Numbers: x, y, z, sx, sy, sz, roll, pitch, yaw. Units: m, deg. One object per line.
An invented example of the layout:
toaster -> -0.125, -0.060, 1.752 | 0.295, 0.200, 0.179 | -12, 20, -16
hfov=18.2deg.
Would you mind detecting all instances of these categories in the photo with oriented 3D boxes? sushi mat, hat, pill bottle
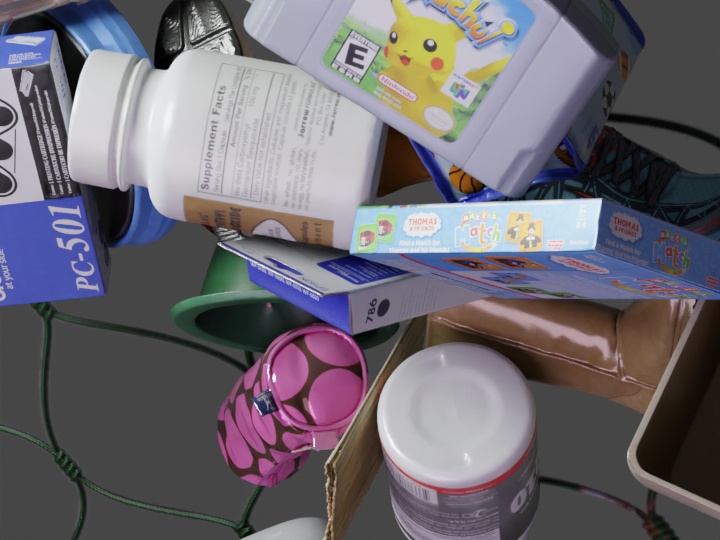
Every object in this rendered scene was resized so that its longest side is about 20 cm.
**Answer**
sushi mat -> 0.011, 0.113, 1.643 | 0.012, 0.200, 0.096 | 16, 130, 13
hat -> -0.062, -0.043, 1.682 | 0.165, 0.177, 0.200 | -11, 159, 36
pill bottle -> -0.086, -0.085, 1.481 | 0.199, 0.115, 0.115 | 10, 131, 3
pill bottle -> 0.076, 0.147, 1.665 | 0.113, 0.114, 0.200 | 17, 153, 15

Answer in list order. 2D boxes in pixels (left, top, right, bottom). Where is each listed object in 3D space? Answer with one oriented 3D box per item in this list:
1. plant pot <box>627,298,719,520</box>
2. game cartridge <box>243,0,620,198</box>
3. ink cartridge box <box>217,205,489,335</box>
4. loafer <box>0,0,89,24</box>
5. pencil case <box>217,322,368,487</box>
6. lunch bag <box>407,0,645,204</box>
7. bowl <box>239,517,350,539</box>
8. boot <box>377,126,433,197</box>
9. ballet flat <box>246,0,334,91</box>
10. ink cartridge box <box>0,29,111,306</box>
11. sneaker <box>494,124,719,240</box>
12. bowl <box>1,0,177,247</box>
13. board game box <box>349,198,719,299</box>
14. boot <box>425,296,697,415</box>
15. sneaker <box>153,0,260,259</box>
plant pot -> 0.293, 0.097, 1.479 | 0.199, 0.200, 0.177 | 25, 167, 6
game cartridge -> 0.043, -0.143, 1.313 | 0.200, 0.041, 0.134 | 31, 122, -2
ink cartridge box -> 0.000, 0.000, 1.535 | 0.099, 0.200, 0.039 | 27, 114, 35
loafer -> -0.213, -0.206, 1.539 | 0.072, 0.199, 0.063 | -124, 26, -44
pencil case -> -0.055, 0.108, 1.703 | 0.200, 0.090, 0.094 | 129, 126, -70
lunch bag -> 0.072, -0.168, 1.412 | 0.124, 0.170, 0.200 | -17, 117, 30
bowl -> -0.044, 0.294, 1.902 | 0.199, 0.075, 0.200 | -28, 110, 40
boot -> 0.000, -0.143, 1.538 | 0.144, 0.071, 0.202 | -19, 111, 43
ballet flat -> -0.048, -0.187, 1.477 | 0.067, 0.200, 0.064 | -33, 140, 1
ink cartridge box -> -0.238, -0.068, 1.561 | 0.094, 0.044, 0.201 | -6, 128, 3
sneaker -> 0.164, -0.055, 1.515 | 0.199, 0.079, 0.096 | -1, 121, 27
bowl -> -0.198, -0.109, 1.621 | 0.201, 0.039, 0.201 | 39, 141, 40
board game box -> 0.117, -0.011, 1.404 | 0.200, 0.037, 0.151 | 1, 169, 45
boot -> 0.147, 0.027, 1.599 | 0.199, 0.066, 0.176 | 17, 131, 16
sneaker -> -0.078, -0.101, 1.608 | 0.075, 0.115, 0.201 | -22, 79, 26
